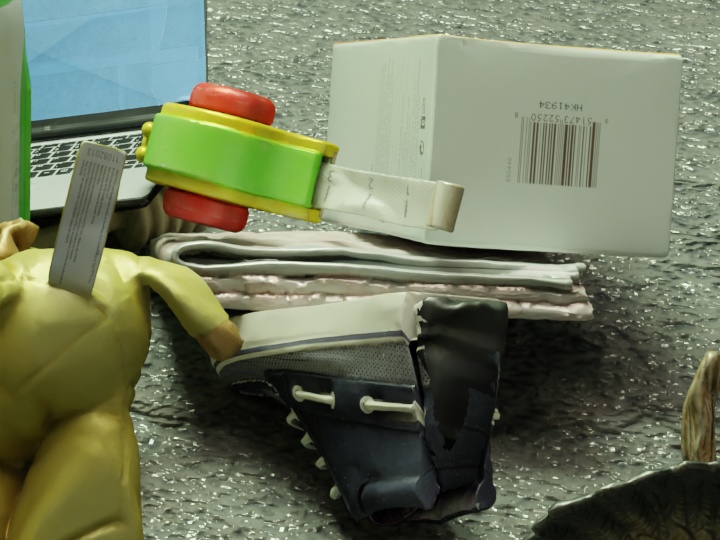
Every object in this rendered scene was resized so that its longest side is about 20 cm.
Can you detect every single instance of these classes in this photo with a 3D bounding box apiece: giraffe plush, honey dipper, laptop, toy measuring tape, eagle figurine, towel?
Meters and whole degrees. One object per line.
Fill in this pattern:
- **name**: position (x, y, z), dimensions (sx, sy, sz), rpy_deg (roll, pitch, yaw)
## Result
- **giraffe plush**: position (-0.152, 0.042, 0.986), dimensions (0.172, 0.200, 0.162), rpy_deg (32, -5, -13)
- **honey dipper**: position (-0.165, -0.014, 1.226), dimensions (0.200, 0.038, 0.038), rpy_deg (-18, 33, -35)
- **laptop**: position (-0.184, -0.108, 1.276), dimensions (0.187, 0.116, 0.200), rpy_deg (-6, 20, 14)
- **toy measuring tape**: position (-0.043, -0.047, 1.119), dimensions (0.073, 0.074, 0.200), rpy_deg (-18, 22, -39)
- **eagle figurine**: position (0.107, 0.130, 0.845), dimensions (0.151, 0.152, 0.200), rpy_deg (-28, 1, 14)
- **towel**: position (0.000, 0.000, 1.156), dimensions (0.199, 0.032, 0.191), rpy_deg (3, 3, -6)

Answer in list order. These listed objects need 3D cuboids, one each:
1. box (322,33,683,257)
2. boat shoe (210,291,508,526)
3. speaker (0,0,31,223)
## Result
- **box**: position (0.065, -0.063, 1.202), dimensions (0.124, 0.098, 0.200), rpy_deg (3, 3, -15)
- **boat shoe**: position (-0.008, 0.065, 1.048), dimensions (0.074, 0.093, 0.200), rpy_deg (5, -9, -28)
- **speaker**: position (-0.196, -0.048, 1.095), dimensions (0.088, 0.201, 0.089), rpy_deg (3, 25, -2)
